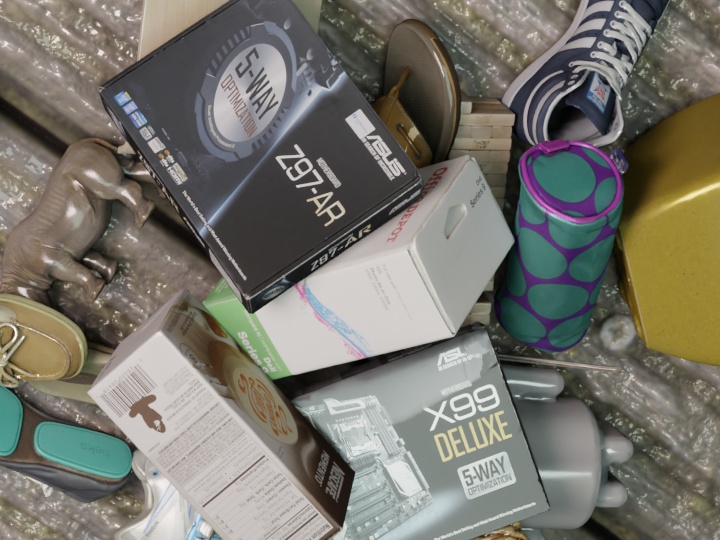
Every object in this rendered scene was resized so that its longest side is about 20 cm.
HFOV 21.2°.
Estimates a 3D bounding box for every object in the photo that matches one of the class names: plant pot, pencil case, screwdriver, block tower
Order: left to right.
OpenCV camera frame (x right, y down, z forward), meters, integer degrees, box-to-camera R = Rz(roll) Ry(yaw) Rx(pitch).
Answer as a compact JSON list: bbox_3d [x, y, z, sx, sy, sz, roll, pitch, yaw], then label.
[{"bbox_3d":[0.085,-0.048,1.592,0.057,0.054,0.201,0,110,-13],"label":"block tower"},{"bbox_3d":[0.124,0.072,1.610,0.199,0.029,0.028,5,97,16],"label":"screwdriver"},{"bbox_3d":[0.157,-0.020,1.544,0.084,0.093,0.201,-6,146,-8],"label":"pencil case"},{"bbox_3d":[0.305,-0.032,1.579,0.199,0.194,0.197,-14,112,3],"label":"plant pot"}]

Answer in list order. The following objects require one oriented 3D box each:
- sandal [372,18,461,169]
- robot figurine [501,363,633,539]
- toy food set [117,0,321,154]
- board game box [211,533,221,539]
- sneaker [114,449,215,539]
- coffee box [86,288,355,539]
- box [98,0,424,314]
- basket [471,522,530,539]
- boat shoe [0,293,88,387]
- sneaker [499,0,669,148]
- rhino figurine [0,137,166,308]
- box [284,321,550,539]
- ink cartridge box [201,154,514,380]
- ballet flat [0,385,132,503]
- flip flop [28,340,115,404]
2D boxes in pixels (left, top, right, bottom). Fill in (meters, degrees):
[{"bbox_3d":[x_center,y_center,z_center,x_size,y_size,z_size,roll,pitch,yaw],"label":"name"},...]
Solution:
[{"bbox_3d":[0.027,-0.100,1.545,0.054,0.082,0.201,-10,123,-46],"label":"sandal"},{"bbox_3d":[0.129,0.163,1.643,0.198,0.113,0.171,4,98,-13],"label":"robot figurine"},{"bbox_3d":[-0.110,-0.184,1.501,0.143,0.060,0.201,2,106,-23],"label":"toy food set"},{"bbox_3d":[-0.064,0.246,1.677,0.199,0.029,0.135,15,104,-17],"label":"board game box"},{"bbox_3d":[-0.139,0.151,1.583,0.086,0.075,0.201,27,76,-8],"label":"sneaker"},{"bbox_3d":[-0.101,0.124,1.447,0.080,0.114,0.200,-40,100,15],"label":"coffee box"},{"bbox_3d":[-0.073,-0.094,1.423,0.160,0.044,0.201,-33,77,-9],"label":"box"},{"bbox_3d":[0.064,0.318,1.608,0.199,0.150,0.143,-15,140,4],"label":"basket"},{"bbox_3d":[-0.313,0.054,1.502,0.199,0.063,0.074,15,121,5],"label":"boat shoe"},{"bbox_3d":[0.199,-0.173,1.543,0.070,0.109,0.200,37,98,-22],"label":"sneaker"},{"bbox_3d":[-0.235,-0.015,1.530,0.087,0.060,0.201,35,100,-1],"label":"rhino figurine"},{"bbox_3d":[0.033,0.149,1.548,0.199,0.050,0.159,-19,95,-2],"label":"box"},{"bbox_3d":[0.000,0.000,1.493,0.199,0.145,0.088,-17,113,33],"label":"ink cartridge box"},{"bbox_3d":[-0.283,0.140,1.573,0.199,0.073,0.073,26,102,-25],"label":"ballet flat"},{"bbox_3d":[-0.182,0.097,1.540,0.199,0.058,0.081,6,135,14],"label":"flip flop"}]
